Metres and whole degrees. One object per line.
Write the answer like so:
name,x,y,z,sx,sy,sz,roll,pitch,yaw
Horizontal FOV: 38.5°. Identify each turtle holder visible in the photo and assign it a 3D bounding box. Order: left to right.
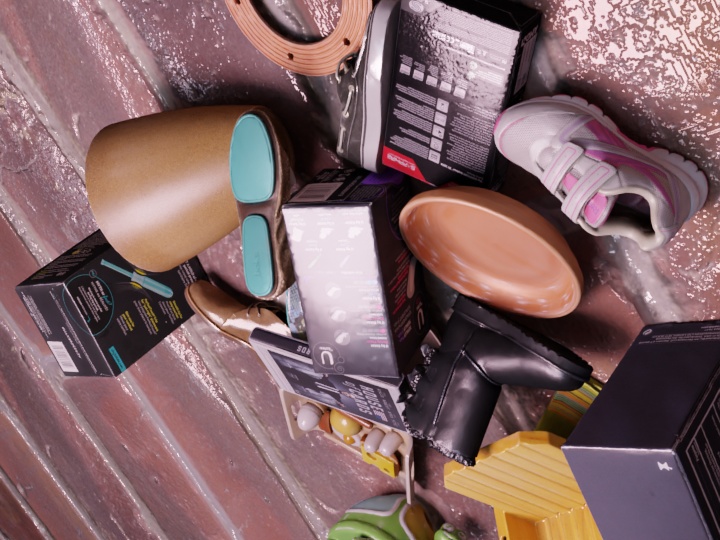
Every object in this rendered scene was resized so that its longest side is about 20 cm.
turtle holder,0.043,0.367,1.404,0.141,0.132,0.186,45,139,3

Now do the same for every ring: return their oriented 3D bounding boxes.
ring,-0.068,-0.296,1.054,0.200,0.019,0.201,23,135,25

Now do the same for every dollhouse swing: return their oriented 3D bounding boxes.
dollhouse swing,0.209,0.290,1.140,0.200,0.175,0.183,-34,55,44

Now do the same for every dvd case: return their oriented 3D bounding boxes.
dvd case,-0.027,0.136,1.255,0.199,0.025,0.151,17,155,22

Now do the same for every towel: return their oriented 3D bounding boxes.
towel,0.242,0.196,1.183,0.086,0.018,0.201,34,138,16

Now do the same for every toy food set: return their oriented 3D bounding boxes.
toy food set,-0.014,0.231,1.374,0.199,0.060,0.144,26,149,23

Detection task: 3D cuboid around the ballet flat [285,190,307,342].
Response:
ballet flat,-0.053,0.006,1.220,0.074,0.074,0.201,10,115,35

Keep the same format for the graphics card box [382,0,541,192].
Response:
graphics card box,0.092,-0.171,0.991,0.125,0.051,0.201,26,137,21

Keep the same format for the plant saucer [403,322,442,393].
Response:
plant saucer,0.037,0.102,1.273,0.199,0.032,0.201,23,135,25

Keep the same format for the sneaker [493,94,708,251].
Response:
sneaker,0.207,-0.086,0.915,0.199,0.088,0.082,26,136,11

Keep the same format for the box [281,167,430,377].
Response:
box,0.000,0.000,1.120,0.105,0.122,0.201,0,114,23

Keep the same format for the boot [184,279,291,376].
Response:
boot,-0.145,0.063,1.385,0.200,0.074,0.076,35,120,7

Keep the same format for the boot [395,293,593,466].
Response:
boot,0.137,0.131,1.102,0.198,0.073,0.163,29,97,41

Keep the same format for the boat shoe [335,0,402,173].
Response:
boat shoe,0.005,-0.185,1.035,0.063,0.071,0.201,22,136,15

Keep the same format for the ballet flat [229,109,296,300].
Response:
ballet flat,-0.098,-0.071,1.100,0.070,0.065,0.201,6,103,31

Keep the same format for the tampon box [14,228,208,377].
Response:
tampon box,-0.329,0.029,1.400,0.126,0.200,0.151,-4,118,43

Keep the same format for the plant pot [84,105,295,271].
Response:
plant pot,-0.182,-0.116,1.196,0.199,0.187,0.187,-18,110,28

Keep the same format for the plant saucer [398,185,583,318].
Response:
plant saucer,0.134,-0.022,1.040,0.199,0.038,0.200,25,157,11

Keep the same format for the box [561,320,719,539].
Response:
box,0.311,0.184,0.974,0.123,0.198,0.201,-8,115,44
